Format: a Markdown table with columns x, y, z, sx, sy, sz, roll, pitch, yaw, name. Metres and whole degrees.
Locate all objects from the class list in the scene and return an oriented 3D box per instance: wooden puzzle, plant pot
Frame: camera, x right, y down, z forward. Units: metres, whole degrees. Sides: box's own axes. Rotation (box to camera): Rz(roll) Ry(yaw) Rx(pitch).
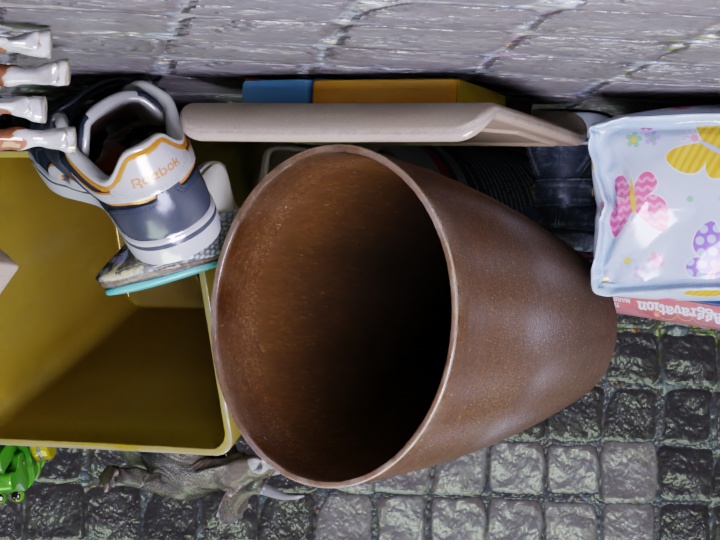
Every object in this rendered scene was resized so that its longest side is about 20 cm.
| x | y | z | sx | sy | sz | roll | pitch | yaw | name |
| --- | --- | --- | --- | --- | --- | --- | --- | --- | --- |
| 0.017 | -0.091 | 1.451 | 0.185 | 0.037 | 0.200 | 2 | -177 | 22 | wooden puzzle |
| -0.146 | -0.007 | 1.647 | 0.200 | 0.200 | 0.176 | 1 | -161 | 25 | plant pot |
| 0.050 | 0.028 | 1.436 | 0.187 | 0.187 | 0.200 | 0 | 178 | 43 | plant pot |

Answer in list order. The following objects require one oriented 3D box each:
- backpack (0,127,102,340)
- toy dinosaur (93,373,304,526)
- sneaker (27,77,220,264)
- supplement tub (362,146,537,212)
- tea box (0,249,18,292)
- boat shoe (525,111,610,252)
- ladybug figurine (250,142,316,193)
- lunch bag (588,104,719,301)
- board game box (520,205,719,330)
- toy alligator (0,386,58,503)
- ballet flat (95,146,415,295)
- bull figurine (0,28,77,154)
| x | y | z | sx | sy | sz | roll | pitch | yaw | name |
| --- | --- | --- | --- | --- | --- | --- | --- | --- | --- |
| -0.275 | -0.016 | 1.766 | 0.162 | 0.168 | 0.200 | -6 | 177 | 37 | backpack |
| -0.127 | 0.119 | 1.702 | 0.102 | 0.077 | 0.200 | 23 | -174 | -32 | toy dinosaur |
| -0.144 | -0.078 | 1.456 | 0.078 | 0.079 | 0.200 | -31 | -146 | -16 | sneaker |
| 0.066 | -0.020 | 1.767 | 0.200 | 0.141 | 0.140 | 5 | 176 | -44 | supplement tub |
| -0.327 | -0.015 | 1.328 | 0.197 | 0.134 | 0.200 | 40 | -169 | 19 | tea box |
| 0.149 | -0.048 | 1.629 | 0.071 | 0.091 | 0.200 | 1 | 178 | 22 | boat shoe |
| 0.000 | 0.000 | 1.596 | 0.072 | 0.200 | 0.136 | -40 | -179 | 15 | ladybug figurine |
| 0.243 | -0.035 | 1.469 | 0.200 | 0.127 | 0.170 | -2 | -178 | 14 | lunch bag |
| 0.175 | -0.002 | 1.619 | 0.200 | 0.019 | 0.103 | 10 | -153 | 29 | board game box |
| -0.234 | 0.128 | 1.673 | 0.059 | 0.054 | 0.200 | -7 | -154 | 9 | toy alligator |
| -0.064 | -0.036 | 1.486 | 0.200 | 0.072 | 0.072 | -12 | -179 | -15 | ballet flat |
| -0.212 | -0.089 | 1.288 | 0.121 | 0.065 | 0.200 | -2 | 180 | 1 | bull figurine |
